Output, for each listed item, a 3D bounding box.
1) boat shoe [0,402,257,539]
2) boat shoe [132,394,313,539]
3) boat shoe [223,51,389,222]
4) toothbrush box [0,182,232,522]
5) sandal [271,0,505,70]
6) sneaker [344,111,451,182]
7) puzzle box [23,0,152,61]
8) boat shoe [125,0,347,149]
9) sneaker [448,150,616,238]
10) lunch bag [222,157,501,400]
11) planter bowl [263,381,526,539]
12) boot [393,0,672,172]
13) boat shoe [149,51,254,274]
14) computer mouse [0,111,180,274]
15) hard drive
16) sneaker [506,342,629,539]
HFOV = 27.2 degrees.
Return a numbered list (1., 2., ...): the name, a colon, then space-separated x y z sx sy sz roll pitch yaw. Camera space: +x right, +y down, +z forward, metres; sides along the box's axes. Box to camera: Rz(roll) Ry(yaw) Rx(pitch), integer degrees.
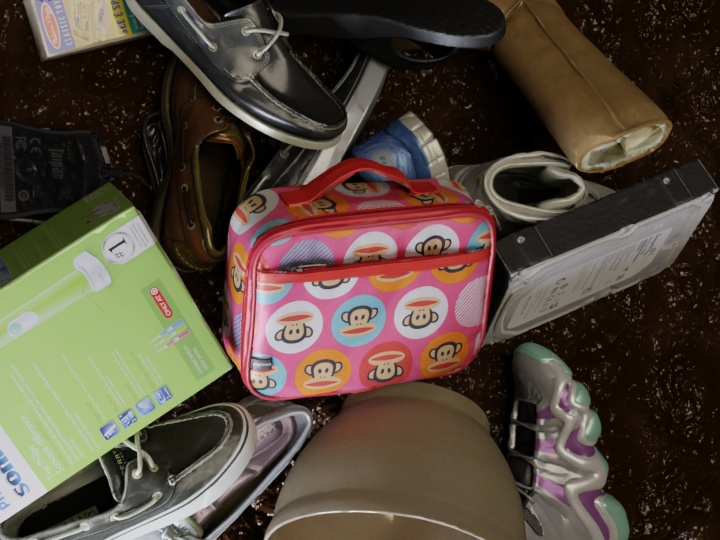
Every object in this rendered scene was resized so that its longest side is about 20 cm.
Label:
1. boat shoe: -0.166 0.153 1.079 0.200 0.071 0.064 -32 146 -12
2. boat shoe: -0.121 0.168 1.134 0.202 0.065 0.074 -38 103 -19
3. boat shoe: -0.044 -0.101 1.173 0.068 0.074 0.200 30 86 0
4. toothbrush box: -0.217 0.056 1.053 0.200 0.086 0.146 -35 115 -11
5. sandal: 0.025 -0.188 1.157 0.075 0.200 0.048 -47 137 -43
6. sneaker: 0.034 -0.026 1.191 0.089 0.079 0.200 -22 119 -7
7. puzzle box: -0.206 -0.270 1.129 0.133 0.025 0.200 -18 96 -22
8. boat shoe: -0.086 -0.167 1.100 0.200 0.068 0.072 42 44 -2
9. sneaker: 0.167 -0.052 1.239 0.200 0.116 0.074 6 85 -25
10. lunch bag: 0.000 0.000 1.098 0.200 0.082 0.176 -7 122 -21
11. planter bowl: 0.035 0.170 1.148 0.200 0.200 0.135 26 54 -21
12. boot: 0.129 -0.160 1.197 0.175 0.066 0.200 -22 64 -23
13. boat shoe: -0.108 -0.096 1.128 0.072 0.068 0.200 13 74 -38
14. computer mouse: -0.222 -0.042 1.109 0.200 0.046 0.141 -7 87 -35
15. hard drive: 0.187 -0.011 1.228 0.200 0.140 0.038 -22 67 -19
16. sneaker: 0.135 0.172 1.239 0.140 0.078 0.200 -25 98 -23
